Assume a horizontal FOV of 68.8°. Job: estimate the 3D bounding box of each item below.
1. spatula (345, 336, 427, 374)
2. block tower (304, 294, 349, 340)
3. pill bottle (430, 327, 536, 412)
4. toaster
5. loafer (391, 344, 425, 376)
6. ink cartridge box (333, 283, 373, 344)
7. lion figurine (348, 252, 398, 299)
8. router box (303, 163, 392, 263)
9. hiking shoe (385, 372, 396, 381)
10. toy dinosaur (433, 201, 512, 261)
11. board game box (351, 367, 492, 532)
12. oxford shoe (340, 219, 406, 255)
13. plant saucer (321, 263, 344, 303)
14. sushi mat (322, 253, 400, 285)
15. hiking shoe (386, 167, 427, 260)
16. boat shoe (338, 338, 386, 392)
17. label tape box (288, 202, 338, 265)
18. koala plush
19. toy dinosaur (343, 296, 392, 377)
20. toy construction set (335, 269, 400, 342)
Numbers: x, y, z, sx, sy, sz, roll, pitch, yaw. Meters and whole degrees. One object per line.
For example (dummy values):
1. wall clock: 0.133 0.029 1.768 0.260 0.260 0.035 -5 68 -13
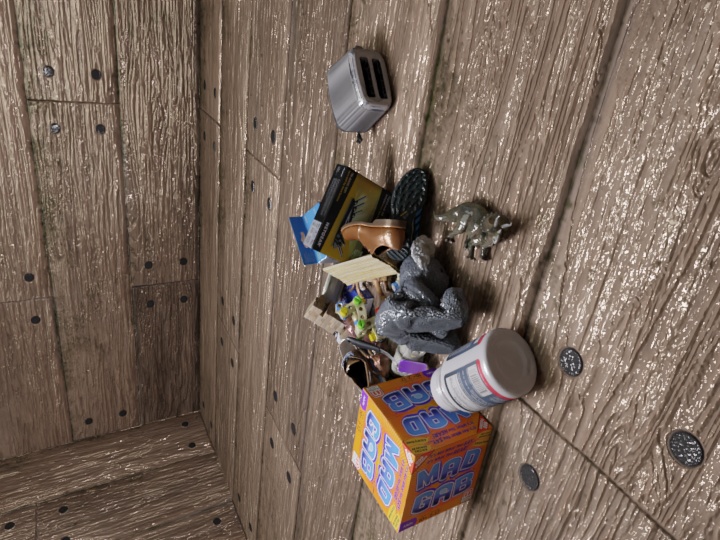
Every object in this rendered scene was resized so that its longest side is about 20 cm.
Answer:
1. spatula: 0.055 0.191 1.189 0.196 0.021 0.057 23 144 13
2. block tower: -0.047 0.140 1.378 0.058 0.197 0.055 -47 15 37
3. pill bottle: 0.218 0.195 0.974 0.200 0.117 0.123 -45 58 55
4. toaster: -0.002 -0.422 1.246 0.128 0.111 0.206 -24 74 57
5. loafer: 0.119 0.179 1.212 0.202 0.068 0.071 113 173 -50
6. ink cartridge box: -0.023 0.129 1.466 0.094 0.043 0.204 51 137 42
7. lion figurine: 0.020 0.002 1.311 0.197 0.072 0.126 -3 111 45
8. router box: -0.025 -0.121 1.235 0.052 0.155 0.205 26 93 54
9. hiking shoe: 0.057 0.284 1.295 0.102 0.075 0.199 54 151 -8
10. toy dinosaur: 0.215 -0.082 0.987 0.200 0.075 0.105 50 125 52
11. board game box: 0.119 0.365 1.102 0.200 0.195 0.205 43 132 48
12. oxford shoe: 0.020 -0.069 1.124 0.198 0.070 0.074 4 93 55
13. plant saucer: -0.070 0.035 1.470 0.200 0.049 0.205 -160 89 -88
14. sushi mat: 0.000 0.000 1.222 0.198 0.095 0.012 -14 53 51
15. hiking shoe: 0.101 -0.123 1.159 0.073 0.087 0.206 17 94 13
16. boat shoe: -0.006 0.229 1.285 0.073 0.072 0.200 -54 45 9
17. label tape box: -0.068 -0.097 1.340 0.063 0.196 0.147 -49 55 48
18. koala plush: 0.123 0.042 1.082 0.179 0.178 0.205 89 -174 -56
19. toy dinosaur: 0.012 0.154 1.283 0.197 0.136 0.087 29 141 16
20. toy construction set: 0.047 0.089 1.220 0.133 0.197 0.093 59 177 27
